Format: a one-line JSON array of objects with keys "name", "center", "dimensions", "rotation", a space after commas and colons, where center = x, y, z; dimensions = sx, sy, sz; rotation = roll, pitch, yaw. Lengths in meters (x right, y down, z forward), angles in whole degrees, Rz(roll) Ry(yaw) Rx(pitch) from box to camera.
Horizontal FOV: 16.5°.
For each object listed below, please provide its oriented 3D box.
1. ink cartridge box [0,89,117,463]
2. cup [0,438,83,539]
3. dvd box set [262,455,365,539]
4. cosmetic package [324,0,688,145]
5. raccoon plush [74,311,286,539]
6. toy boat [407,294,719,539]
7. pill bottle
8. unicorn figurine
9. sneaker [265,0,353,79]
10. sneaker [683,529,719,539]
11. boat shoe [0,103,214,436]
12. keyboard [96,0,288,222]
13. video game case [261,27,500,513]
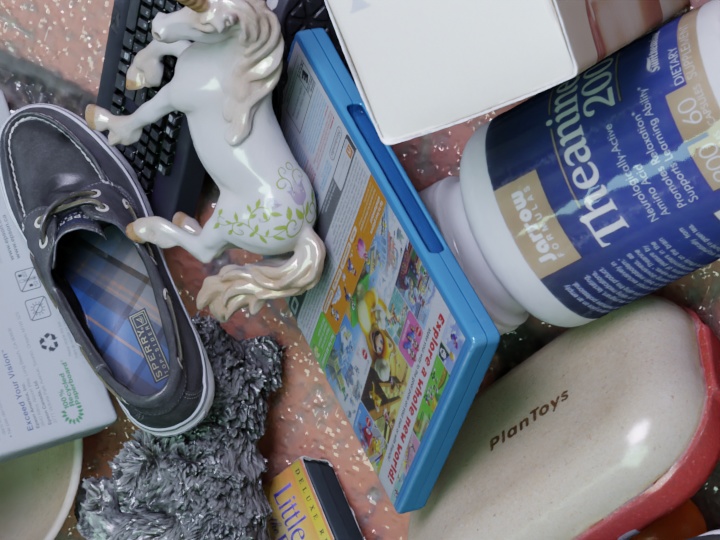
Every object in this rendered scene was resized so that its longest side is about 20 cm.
[{"name": "ink cartridge box", "center": [-0.251, 0.018, 1.304], "dimensions": [0.041, 0.200, 0.200], "rotation": [-37, 70, 60]}, {"name": "cup", "center": [-0.271, 0.109, 1.373], "dimensions": [0.200, 0.200, 0.143], "rotation": [51, 144, 2]}, {"name": "dvd box set", "center": [-0.067, 0.215, 1.358], "dimensions": [0.200, 0.029, 0.146], "rotation": [-40, 59, 26]}, {"name": "cosmetic package", "center": [0.071, -0.129, 1.141], "dimensions": [0.103, 0.200, 0.087], "rotation": [-18, 96, 26]}, {"name": "raccoon plush", "center": [-0.054, 0.116, 1.303], "dimensions": [0.200, 0.097, 0.134], "rotation": [35, 97, 24]}, {"name": "toy boat", "center": [0.121, 0.114, 1.251], "dimensions": [0.200, 0.131, 0.131], "rotation": [-37, 118, 27]}, {"name": "pill bottle", "center": [0.119, -0.041, 1.197], "dimensions": [0.200, 0.111, 0.111], "rotation": [-28, 93, 26]}, {"name": "unicorn figurine", "center": [-0.072, -0.071, 1.216], "dimensions": [0.137, 0.074, 0.200], "rotation": [-8, 126, 43]}, {"name": "sneaker", "center": [-0.023, -0.182, 1.252], "dimensions": [0.083, 0.072, 0.200], "rotation": [48, 136, 48]}, {"name": "sneaker", "center": [0.099, 0.190, 1.188], "dimensions": [0.200, 0.099, 0.071], "rotation": [-42, 65, 20]}, {"name": "boat shoe", "center": [-0.138, -0.007, 1.278], "dimensions": [0.070, 0.066, 0.200], "rotation": [-25, 72, 3]}, {"name": "keyboard", "center": [-0.085, -0.096, 1.270], "dimensions": [0.127, 0.021, 0.200], "rotation": [37, 136, 22]}, {"name": "video game case", "center": [0.000, 0.000, 1.226], "dimensions": [0.200, 0.018, 0.143], "rotation": [61, 149, 30]}]
